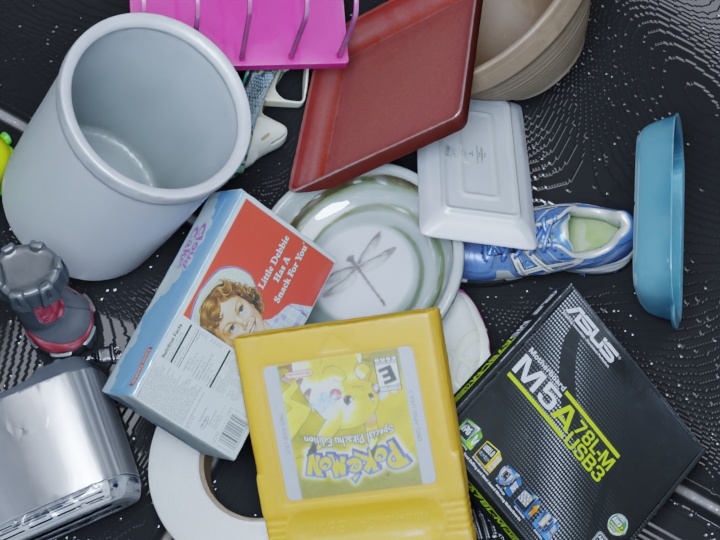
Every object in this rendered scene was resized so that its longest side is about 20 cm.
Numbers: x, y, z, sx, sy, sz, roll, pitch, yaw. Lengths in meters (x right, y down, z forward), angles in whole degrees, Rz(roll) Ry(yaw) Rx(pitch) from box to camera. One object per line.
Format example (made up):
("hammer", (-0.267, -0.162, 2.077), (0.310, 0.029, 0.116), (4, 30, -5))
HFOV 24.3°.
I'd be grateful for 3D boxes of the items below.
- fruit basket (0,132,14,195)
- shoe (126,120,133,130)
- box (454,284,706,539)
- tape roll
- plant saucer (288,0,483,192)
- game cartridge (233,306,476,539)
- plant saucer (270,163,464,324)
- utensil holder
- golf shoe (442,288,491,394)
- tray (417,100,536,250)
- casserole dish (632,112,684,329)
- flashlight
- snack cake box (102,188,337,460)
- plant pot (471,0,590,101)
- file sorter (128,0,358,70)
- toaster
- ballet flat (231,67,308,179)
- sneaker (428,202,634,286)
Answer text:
("fruit basket", (-0.408, -0.057, 1.506), (0.215, 0.156, 0.217), (27, 37, -22))
("shoe", (-0.159, -0.213, 1.582), (0.199, 0.072, 0.091), (-33, 79, -6))
("box", (0.178, 0.149, 1.449), (0.193, 0.047, 0.200), (-43, 99, -23))
("tape roll", (-0.087, 0.171, 1.468), (0.201, 0.037, 0.205), (-2, 70, 6))
("plant saucer", (0.032, -0.169, 1.516), (0.037, 0.199, 0.201), (40, 44, -33))
("game cartridge", (-0.005, 0.140, 1.378), (0.175, 0.032, 0.202), (-9, 95, 13))
("plant saucer", (0.000, 0.000, 1.518), (0.198, 0.050, 0.202), (-6, 65, 12))
("utensil holder", (-0.210, -0.101, 1.450), (0.169, 0.200, 0.171), (12, 63, -25))
("golf shoe", (0.065, 0.099, 1.471), (0.091, 0.075, 0.202), (20, 56, -35))
("tray", (0.105, -0.101, 1.529), (0.106, 0.022, 0.201), (6, 44, -6))
("casserole dish", (0.273, -0.046, 1.527), (0.038, 0.121, 0.202), (-1, 72, 16))
("flashlight", (-0.266, 0.025, 1.435), (0.068, 0.200, 0.068), (29, 73, 5))
("snack cake box", (-0.118, 0.046, 1.427), (0.115, 0.067, 0.201), (35, 73, -26))
("plant pot", (0.145, -0.227, 1.562), (0.093, 0.200, 0.202), (42, 72, -32))
("file sorter", (-0.106, -0.267, 1.495), (0.198, 0.125, 0.140), (-3, 76, -10))
("toaster", (-0.273, 0.161, 1.436), (0.199, 0.114, 0.130), (-24, 80, 0))
("ballet flat", (-0.090, -0.155, 1.566), (0.074, 0.074, 0.201), (20, 75, 4))
("sneaker", (0.159, -0.032, 1.534), (0.198, 0.077, 0.076), (-7, 75, -3))
